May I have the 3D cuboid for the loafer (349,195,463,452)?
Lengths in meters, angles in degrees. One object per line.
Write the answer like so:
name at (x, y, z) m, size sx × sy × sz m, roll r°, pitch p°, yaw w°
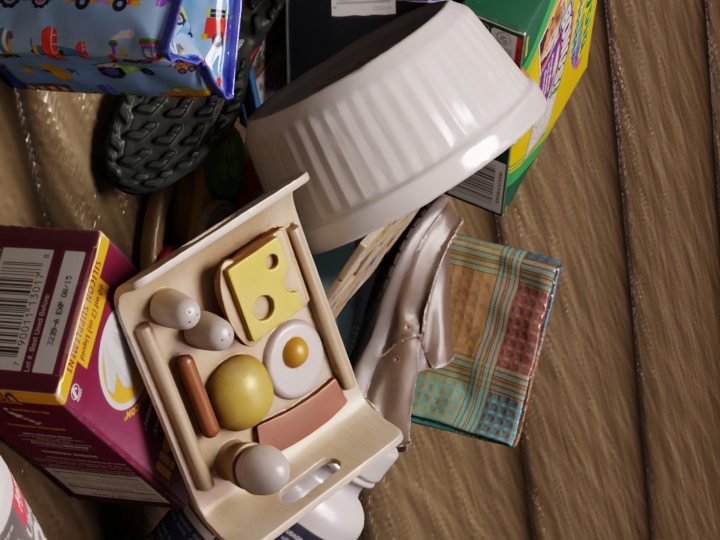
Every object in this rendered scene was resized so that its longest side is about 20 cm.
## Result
loafer at (0.037, 0.044, 1.755) m, size 0.073 × 0.071 × 0.201 m, roll -140°, pitch -109°, yaw -83°

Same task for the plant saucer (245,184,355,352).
plant saucer at (-0.059, 0.017, 1.689) m, size 0.201 × 0.039 × 0.202 m, roll 5°, pitch 90°, yaw -67°

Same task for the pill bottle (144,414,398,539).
pill bottle at (-0.068, 0.174, 1.613) m, size 0.200 × 0.111 × 0.111 m, roll -50°, pitch 157°, yaw 7°

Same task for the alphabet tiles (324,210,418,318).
alphabet tiles at (0.000, 0.000, 1.641) m, size 0.167 × 0.008 × 0.200 m, roll -56°, pitch 175°, yaw 34°

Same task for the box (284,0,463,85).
box at (0.025, -0.229, 1.820) m, size 0.197 × 0.123 × 0.201 m, roll -18°, pitch 106°, yaw -75°

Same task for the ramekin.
ramekin at (0.015, -0.100, 1.584) m, size 0.094 × 0.202 × 0.202 m, roll 58°, pitch 33°, yaw -11°

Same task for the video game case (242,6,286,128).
video game case at (-0.054, -0.147, 1.822) m, size 0.143 × 0.018 × 0.201 m, roll -56°, pitch 143°, yaw -49°

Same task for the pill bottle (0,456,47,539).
pill bottle at (-0.233, 0.157, 1.333) m, size 0.200 × 0.110 × 0.111 m, roll 70°, pitch 33°, yaw -44°

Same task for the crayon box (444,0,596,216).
crayon box at (0.124, -0.171, 1.777) m, size 0.173 × 0.058 × 0.200 m, roll -58°, pitch 163°, yaw -34°

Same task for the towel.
towel at (0.045, 0.040, 1.791) m, size 0.022 × 0.199 × 0.147 m, roll 12°, pitch 91°, yaw -60°

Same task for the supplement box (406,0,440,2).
supplement box at (0.021, -0.280, 1.562) m, size 0.103 × 0.101 × 0.201 m, roll -21°, pitch 114°, yaw -64°

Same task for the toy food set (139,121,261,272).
toy food set at (-0.099, -0.009, 1.701) m, size 0.198 × 0.048 × 0.201 m, roll 16°, pitch 79°, yaw -66°

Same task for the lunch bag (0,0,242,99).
lunch bag at (-0.143, -0.212, 1.430) m, size 0.094 × 0.150 × 0.201 m, roll 33°, pitch 64°, yaw -64°

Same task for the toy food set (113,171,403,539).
toy food set at (-0.056, 0.057, 1.481) m, size 0.143 × 0.060 × 0.201 m, roll -35°, pitch 120°, yaw -30°

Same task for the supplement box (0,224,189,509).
supplement box at (-0.169, 0.064, 1.499) m, size 0.200 × 0.085 × 0.111 m, roll 52°, pitch 47°, yaw -58°

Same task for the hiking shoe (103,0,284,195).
hiking shoe at (-0.110, -0.129, 1.619) m, size 0.200 × 0.074 × 0.087 m, roll -58°, pitch -174°, yaw -18°
